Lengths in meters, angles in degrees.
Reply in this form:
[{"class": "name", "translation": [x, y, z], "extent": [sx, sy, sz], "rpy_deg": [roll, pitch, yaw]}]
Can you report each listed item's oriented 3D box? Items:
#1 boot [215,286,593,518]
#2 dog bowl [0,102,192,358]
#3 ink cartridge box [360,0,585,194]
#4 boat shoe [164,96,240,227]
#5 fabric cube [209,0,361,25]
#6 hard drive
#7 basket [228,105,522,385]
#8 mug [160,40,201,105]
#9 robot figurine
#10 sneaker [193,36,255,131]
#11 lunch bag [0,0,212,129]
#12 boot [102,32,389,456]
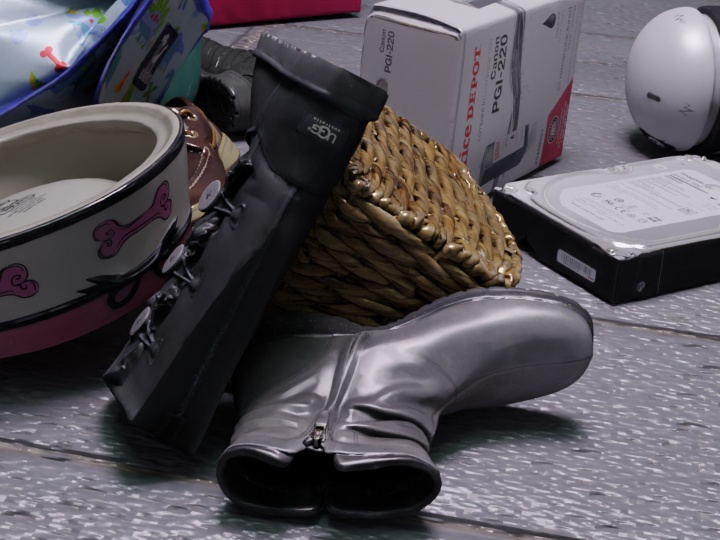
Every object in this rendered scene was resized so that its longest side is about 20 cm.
[{"class": "boot", "translation": [0.030, 0.073, 0.709], "extent": [0.198, 0.070, 0.132], "rpy_deg": [-8, 27, -1]}, {"class": "dog bowl", "translation": [-0.184, -0.022, 0.805], "extent": [0.199, 0.074, 0.200], "rpy_deg": [-14, 25, 7]}, {"class": "ink cartridge box", "translation": [0.085, -0.139, 1.082], "extent": [0.084, 0.147, 0.200], "rpy_deg": [21, 29, 30]}, {"class": "boat shoe", "translation": [-0.126, -0.074, 0.960], "extent": [0.072, 0.072, 0.200], "rpy_deg": [-27, 17, 12]}, {"class": "fabric cube", "translation": [-0.126, -0.389, 1.545], "extent": [0.198, 0.201, 0.196], "rpy_deg": [-11, 29, -29]}, {"class": "hard drive", "translation": [0.210, -0.036, 1.006], "extent": [0.199, 0.038, 0.140], "rpy_deg": [-9, 27, -30]}, {"class": "basket", "translation": [0.000, 0.000, 0.858], "extent": [0.142, 0.149, 0.200], "rpy_deg": [33, 17, -18]}, {"class": "mug", "translation": [-0.214, -0.174, 1.149], "extent": [0.151, 0.115, 0.184], "rpy_deg": [-19, 32, -39]}, {"class": "robot figurine", "translation": [0.322, -0.157, 1.198], "extent": [0.198, 0.126, 0.150], "rpy_deg": [0, -11, -10]}, {"class": "sneaker", "translation": [-0.094, -0.160, 1.213], "extent": [0.104, 0.060, 0.200], "rpy_deg": [-13, 34, -31]}, {"class": "lunch bag", "translation": [-0.198, -0.152, 0.963], "extent": [0.199, 0.128, 0.170], "rpy_deg": [-28, -3, 0]}, {"class": "boot", "translation": [-0.065, -0.019, 0.745], "extent": [0.065, 0.201, 0.165], "rpy_deg": [25, 6, -10]}]
